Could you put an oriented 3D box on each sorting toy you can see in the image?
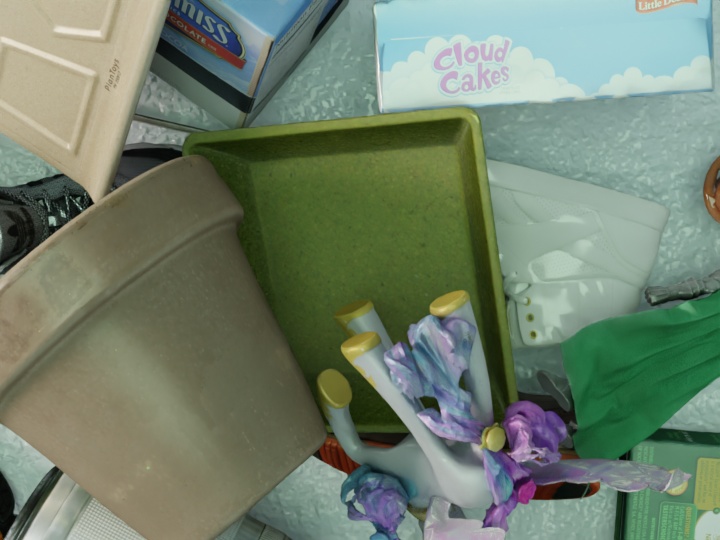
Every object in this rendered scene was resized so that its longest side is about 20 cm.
[{"bbox_3d":[-0.199,-0.157,0.760,0.199,0.037,0.186,36,135,6],"label":"sorting toy"}]

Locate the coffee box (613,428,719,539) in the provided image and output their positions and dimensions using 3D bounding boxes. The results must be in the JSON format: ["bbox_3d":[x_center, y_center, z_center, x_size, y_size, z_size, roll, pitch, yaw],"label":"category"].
[{"bbox_3d":[0.267,0.173,0.871,0.197,0.044,0.125,3,95,3],"label":"coffee box"}]

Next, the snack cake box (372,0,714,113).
[{"bbox_3d":[0.107,-0.137,0.817,0.197,0.115,0.068,-4,100,3],"label":"snack cake box"}]

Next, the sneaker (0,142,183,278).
[{"bbox_3d":[-0.194,-0.030,0.843,0.197,0.114,0.077,-16,94,4],"label":"sneaker"}]

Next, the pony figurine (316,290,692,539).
[{"bbox_3d":[0.062,0.115,0.751,0.166,0.192,0.202,-32,103,-31],"label":"pony figurine"}]

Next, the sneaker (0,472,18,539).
[{"bbox_3d":[-0.312,0.141,0.890,0.092,0.076,0.200,-42,84,12],"label":"sneaker"}]

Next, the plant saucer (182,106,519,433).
[{"bbox_3d":[0.000,0.000,0.831,0.197,0.048,0.203,-3,107,23],"label":"plant saucer"}]

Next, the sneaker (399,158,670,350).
[{"bbox_3d":[0.091,-0.008,0.852,0.197,0.074,0.117,14,92,0],"label":"sneaker"}]

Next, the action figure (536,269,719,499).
[{"bbox_3d":[0.200,0.046,0.833,0.198,0.055,0.119,-27,128,-22],"label":"action figure"}]

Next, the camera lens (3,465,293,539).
[{"bbox_3d":[-0.129,0.215,0.834,0.198,0.160,0.161,28,95,1],"label":"camera lens"}]

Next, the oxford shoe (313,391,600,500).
[{"bbox_3d":[0.059,0.106,0.876,0.197,0.071,0.073,5,66,6],"label":"oxford shoe"}]

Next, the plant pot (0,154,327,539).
[{"bbox_3d":[-0.112,0.062,0.756,0.200,0.200,0.175,-40,86,5],"label":"plant pot"}]

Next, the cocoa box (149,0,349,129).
[{"bbox_3d":[-0.105,-0.209,0.797,0.199,0.131,0.134,36,67,0],"label":"cocoa box"}]

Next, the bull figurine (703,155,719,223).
[{"bbox_3d":[0.318,-0.034,0.844,0.198,0.065,0.123,28,87,-6],"label":"bull figurine"}]

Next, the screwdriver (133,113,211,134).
[{"bbox_3d":[-0.088,-0.084,0.880,0.197,0.028,0.029,9,123,4],"label":"screwdriver"}]
